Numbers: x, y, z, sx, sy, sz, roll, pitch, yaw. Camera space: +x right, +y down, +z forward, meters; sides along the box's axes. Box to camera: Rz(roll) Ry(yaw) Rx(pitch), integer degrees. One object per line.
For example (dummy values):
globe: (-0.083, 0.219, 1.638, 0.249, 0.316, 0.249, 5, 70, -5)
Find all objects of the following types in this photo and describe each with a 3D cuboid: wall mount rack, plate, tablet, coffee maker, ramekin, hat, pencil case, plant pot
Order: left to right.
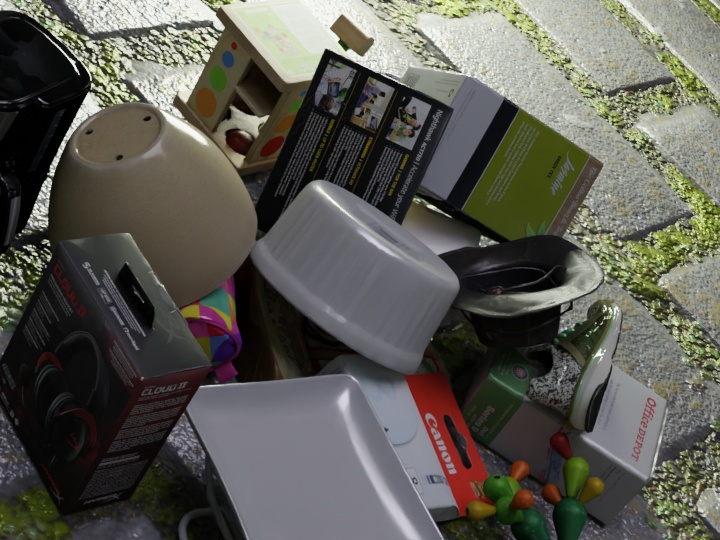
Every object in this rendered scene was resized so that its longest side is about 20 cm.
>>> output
coffee maker: (-0.338, -0.134, 1.398, 0.134, 0.200, 0.193, 29, 36, -8)
plant pot: (-0.207, -0.076, 1.413, 0.198, 0.135, 0.201, -8, 42, 7)
pencil case: (-0.160, 0.013, 1.472, 0.088, 0.089, 0.201, 16, 40, -24)
wall mount rack: (-0.071, 0.192, 1.345, 0.199, 0.075, 0.174, 3, 45, -38)
plate: (-0.043, 0.181, 1.297, 0.199, 0.032, 0.200, -2, 51, -41)
ramekin: (0.000, 0.000, 1.466, 0.200, 0.098, 0.201, 34, 9, -6)
tablet: (0.024, -0.030, 1.642, 0.199, 0.014, 0.131, 23, 61, -3)
hat: (0.159, 0.034, 1.560, 0.199, 0.082, 0.201, -7, 22, 3)

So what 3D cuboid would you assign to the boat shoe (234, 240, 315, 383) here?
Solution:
boat shoe: (-0.095, 0.049, 1.500, 0.062, 0.073, 0.201, 15, 45, -36)

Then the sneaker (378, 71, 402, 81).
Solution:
sneaker: (-0.040, -0.201, 1.834, 0.198, 0.089, 0.079, 13, 64, -2)

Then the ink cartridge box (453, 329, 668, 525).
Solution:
ink cartridge box: (0.216, 0.151, 1.612, 0.199, 0.088, 0.146, 32, 36, 0)

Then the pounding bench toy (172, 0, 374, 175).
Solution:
pounding bench toy: (-0.085, -0.207, 1.723, 0.199, 0.156, 0.124, -18, 60, -47)

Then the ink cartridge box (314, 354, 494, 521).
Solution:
ink cartridge box: (0.060, 0.160, 1.467, 0.199, 0.047, 0.161, 2, 57, -48)

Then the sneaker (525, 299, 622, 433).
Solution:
sneaker: (0.217, 0.083, 1.568, 0.088, 0.077, 0.200, 17, 31, 7)

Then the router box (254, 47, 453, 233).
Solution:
router box: (-0.010, -0.108, 1.579, 0.148, 0.201, 0.051, 25, 5, 0)

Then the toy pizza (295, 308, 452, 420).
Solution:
toy pizza: (0.012, 0.087, 1.569, 0.199, 0.032, 0.201, 22, 37, -18)

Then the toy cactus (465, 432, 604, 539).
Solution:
toy cactus: (0.182, 0.257, 1.457, 0.166, 0.102, 0.200, 54, 41, -1)

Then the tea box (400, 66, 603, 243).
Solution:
tea box: (0.132, -0.123, 1.725, 0.196, 0.134, 0.200, 31, 0, -21)

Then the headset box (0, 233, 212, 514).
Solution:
headset box: (-0.214, 0.078, 1.253, 0.075, 0.200, 0.149, -9, 54, -44)
